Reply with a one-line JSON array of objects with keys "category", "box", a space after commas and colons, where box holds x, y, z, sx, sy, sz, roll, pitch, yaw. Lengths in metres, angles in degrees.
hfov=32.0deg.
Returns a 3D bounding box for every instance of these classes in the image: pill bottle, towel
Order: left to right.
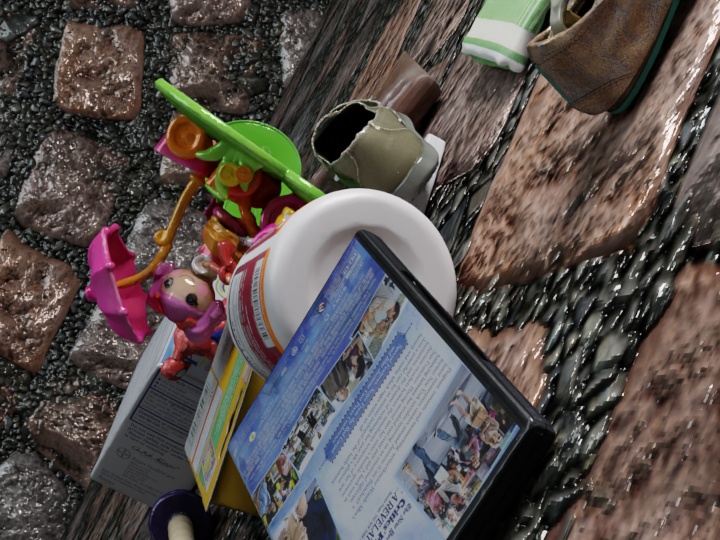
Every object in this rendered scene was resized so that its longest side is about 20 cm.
[{"category": "pill bottle", "box": [-0.022, 0.020, 0.784, 0.114, 0.112, 0.200, -64, 11, -12]}, {"category": "towel", "box": [0.141, -0.234, 0.890, 0.201, 0.023, 0.153, -60, 11, 8]}]

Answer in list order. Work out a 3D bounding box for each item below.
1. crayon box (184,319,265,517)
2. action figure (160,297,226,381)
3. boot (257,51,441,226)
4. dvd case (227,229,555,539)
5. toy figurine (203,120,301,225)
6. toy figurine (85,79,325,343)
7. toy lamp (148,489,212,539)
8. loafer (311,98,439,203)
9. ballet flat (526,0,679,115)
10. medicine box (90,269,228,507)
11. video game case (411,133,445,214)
[{"category": "crayon box", "box": [-0.089, 0.111, 0.984, 0.200, 0.051, 0.127, -156, 85, -77]}, {"category": "action figure", "box": [-0.104, 0.053, 1.221, 0.200, 0.099, 0.065, -41, 23, -19]}, {"category": "boot", "box": [-0.010, -0.098, 1.128, 0.201, 0.064, 0.186, -59, 18, -5]}, {"category": "dvd case", "box": [0.003, 0.080, 0.587, 0.143, 0.017, 0.200, -58, 31, 11]}, {"category": "toy figurine", "box": [-0.169, -0.082, 1.821, 0.185, 0.149, 0.202, 110, 156, -57]}, {"category": "toy figurine", "box": [-0.128, -0.019, 0.997, 0.185, 0.199, 0.150, -56, -12, 2]}, {"category": "toy lamp", "box": [-0.145, 0.223, 1.032, 0.059, 0.058, 0.200, -62, 13, 0]}, {"category": "loafer", "box": [0.000, -0.104, 0.961, 0.075, 0.069, 0.200, -52, 21, 0]}, {"category": "ballet flat", "box": [0.141, -0.175, 0.609, 0.201, 0.067, 0.068, -63, 11, -5]}, {"category": "medicine box", "box": [-0.183, 0.121, 1.334, 0.200, 0.102, 0.183, -54, 14, 36]}, {"category": "video game case", "box": [0.000, 0.000, 0.988, 0.200, 0.017, 0.144, -50, 16, 50]}]
